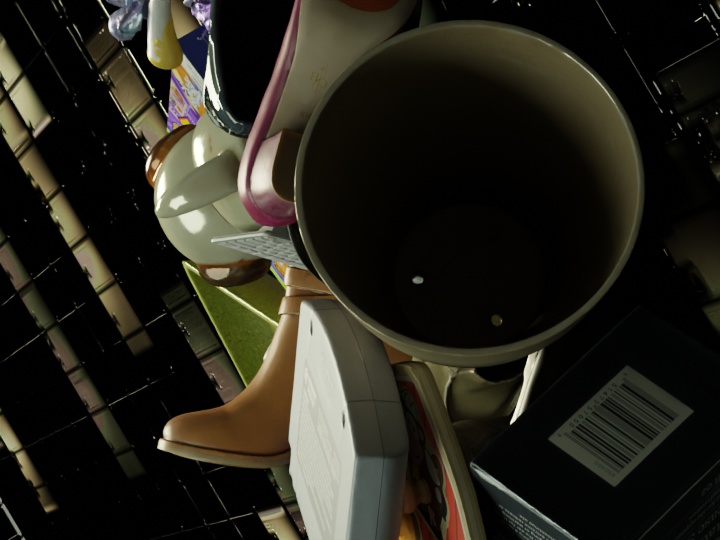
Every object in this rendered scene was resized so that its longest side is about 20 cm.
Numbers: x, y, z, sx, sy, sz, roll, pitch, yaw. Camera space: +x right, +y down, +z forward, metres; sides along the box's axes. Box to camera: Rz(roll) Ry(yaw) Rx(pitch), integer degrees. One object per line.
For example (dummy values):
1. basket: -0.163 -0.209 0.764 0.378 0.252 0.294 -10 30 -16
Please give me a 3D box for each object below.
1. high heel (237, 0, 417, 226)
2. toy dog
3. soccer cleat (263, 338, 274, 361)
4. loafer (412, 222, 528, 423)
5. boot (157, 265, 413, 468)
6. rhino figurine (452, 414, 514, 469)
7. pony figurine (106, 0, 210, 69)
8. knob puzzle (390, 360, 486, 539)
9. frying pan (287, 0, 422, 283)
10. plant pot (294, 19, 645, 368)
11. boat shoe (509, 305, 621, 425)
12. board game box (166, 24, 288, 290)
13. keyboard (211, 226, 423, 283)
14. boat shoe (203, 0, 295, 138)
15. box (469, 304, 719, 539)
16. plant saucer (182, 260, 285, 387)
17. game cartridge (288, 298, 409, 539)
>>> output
1. high heel: -0.023 -0.122 1.642 0.067 0.200 0.096 26 168 -10
2. toy dog: -0.059 -0.057 1.811 0.140 0.194 0.200 51 153 -5
3. soccer cleat: 0.016 0.100 1.961 0.200 0.086 0.070 46 162 -10
4. loafer: 0.080 0.049 1.785 0.067 0.076 0.200 55 162 31
5. boot: -0.041 0.050 1.886 0.074 0.200 0.155 -138 42 -88
6. rhino figurine: 0.080 0.125 1.777 0.087 0.200 0.060 38 113 35
7. pony figurine: -0.113 -0.210 1.811 0.193 0.167 0.200 24 152 3
8. knob puzzle: 0.030 0.140 1.611 0.220 0.030 0.220 167 90 -75
9. frying pan: -0.002 -0.077 1.691 0.031 0.115 0.190 28 134 61
10. plant pot: 0.063 -0.019 1.605 0.187 0.187 0.200 54 173 14
11. boat shoe: 0.118 0.116 1.696 0.057 0.067 0.200 35 119 49
12. board game box: -0.062 -0.067 2.017 0.200 0.045 0.135 53 160 18
13. keyboard: 0.000 0.000 1.782 0.056 0.200 0.011 -14 67 47
14. boat shoe: -0.058 -0.178 1.671 0.062 0.075 0.200 -171 94 -83
15. box: 0.152 0.148 1.614 0.107 0.148 0.200 35 152 28
16. plant saucer: -0.036 0.085 2.161 0.200 0.048 0.200 32 152 56
17. game cartridge: -0.008 0.101 1.626 0.200 0.040 0.134 -112 21 -63
